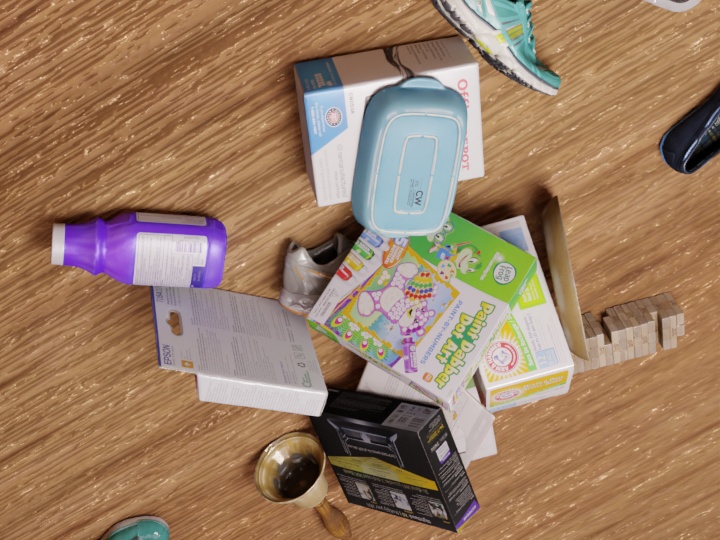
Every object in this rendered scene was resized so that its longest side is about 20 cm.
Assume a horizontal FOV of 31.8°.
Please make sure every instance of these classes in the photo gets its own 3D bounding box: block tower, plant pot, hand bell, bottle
[{"bbox_3d":[0.324,0.088,1.664,0.198,0.058,0.054,-14,122,-3],"label":"block tower"},{"bbox_3d":[0.244,0.011,1.518,0.027,0.201,0.201,-12,124,10],"label":"plant pot"},{"bbox_3d":[-0.055,0.316,1.716,0.103,0.105,0.201,-28,134,5],"label":"hand bell"},{"bbox_3d":[-0.256,-0.025,1.461,0.198,0.065,0.084,3,120,-14],"label":"bottle"}]

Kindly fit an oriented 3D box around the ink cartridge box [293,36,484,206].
[{"bbox_3d":[0.034,-0.168,1.426,0.198,0.084,0.146,-11,123,-6],"label":"ink cartridge box"}]

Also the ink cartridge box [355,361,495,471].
[{"bbox_3d":[0.083,0.159,1.548,0.045,0.176,0.201,-41,163,-33],"label":"ink cartridge box"}]

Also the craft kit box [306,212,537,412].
[{"bbox_3d":[0.071,0.027,1.456,0.201,0.196,0.049,-57,165,-14],"label":"craft kit box"}]

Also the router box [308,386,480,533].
[{"bbox_3d":[0.039,0.234,1.582,0.052,0.199,0.158,-41,121,-35],"label":"router box"}]

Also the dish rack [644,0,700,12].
[{"bbox_3d":[0.314,-0.389,1.377,0.198,0.044,0.173,13,118,-20],"label":"dish rack"}]

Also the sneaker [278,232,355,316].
[{"bbox_3d":[0.000,0.000,1.532,0.198,0.076,0.093,-4,111,-16],"label":"sneaker"}]

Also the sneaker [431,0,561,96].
[{"bbox_3d":[0.166,-0.267,1.404,0.080,0.078,0.200,-48,123,2],"label":"sneaker"}]

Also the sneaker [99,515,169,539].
[{"bbox_3d":[-0.342,0.405,1.696,0.199,0.080,0.072,-29,123,6],"label":"sneaker"}]

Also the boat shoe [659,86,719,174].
[{"bbox_3d":[0.457,-0.184,1.518,0.084,0.069,0.200,34,109,-28],"label":"boat shoe"}]

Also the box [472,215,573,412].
[{"bbox_3d":[0.172,0.055,1.512,0.111,0.202,0.102,-16,157,-2],"label":"box"}]

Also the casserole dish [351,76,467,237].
[{"bbox_3d":[0.057,-0.114,1.393,0.120,0.039,0.202,1,124,-13],"label":"casserole dish"}]

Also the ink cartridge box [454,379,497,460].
[{"bbox_3d":[0.113,0.163,1.661,0.103,0.059,0.202,-14,123,-2],"label":"ink cartridge box"}]

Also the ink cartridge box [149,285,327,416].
[{"bbox_3d":[-0.150,0.088,1.476,0.198,0.197,0.044,10,117,-18],"label":"ink cartridge box"}]
